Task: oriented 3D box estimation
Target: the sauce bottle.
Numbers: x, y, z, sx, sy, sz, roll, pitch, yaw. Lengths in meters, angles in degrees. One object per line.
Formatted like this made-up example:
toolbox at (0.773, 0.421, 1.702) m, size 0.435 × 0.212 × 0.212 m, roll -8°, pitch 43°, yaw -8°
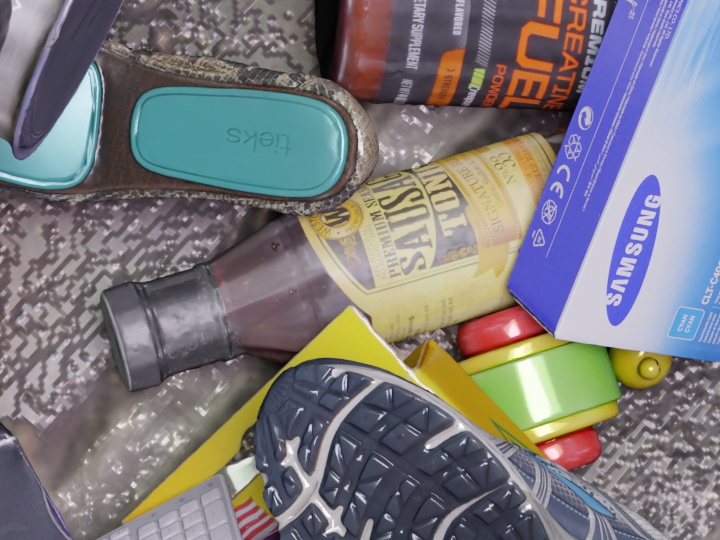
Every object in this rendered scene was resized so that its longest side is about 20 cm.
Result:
sauce bottle at (0.000, 0.000, 1.006) m, size 0.199 × 0.066 × 0.066 m, roll -18°, pitch 82°, yaw -12°

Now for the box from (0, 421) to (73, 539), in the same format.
box at (-0.179, 0.133, 0.811) m, size 0.199 × 0.106 × 0.123 m, roll -32°, pitch 116°, yaw -13°

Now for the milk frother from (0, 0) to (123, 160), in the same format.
milk frother at (-0.196, -0.087, 0.916) m, size 0.187 × 0.200 × 0.181 m, roll 27°, pitch 50°, yaw 1°

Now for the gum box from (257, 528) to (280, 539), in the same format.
gum box at (0.001, 0.182, 0.917) m, size 0.113 × 0.066 × 0.200 m, roll -36°, pitch 95°, yaw 14°

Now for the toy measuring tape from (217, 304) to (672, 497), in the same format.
toy measuring tape at (0.029, 0.058, 0.997) m, size 0.199 × 0.074 × 0.074 m, roll -17°, pitch 82°, yaw -11°

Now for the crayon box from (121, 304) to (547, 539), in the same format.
crayon box at (0.026, 0.118, 0.961) m, size 0.127 × 0.051 × 0.200 m, roll -42°, pitch 94°, yaw 14°

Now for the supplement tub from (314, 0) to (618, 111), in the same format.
supplement tub at (0.085, -0.115, 1.018) m, size 0.199 × 0.107 × 0.108 m, roll 1°, pitch 79°, yaw -7°

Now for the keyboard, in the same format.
keyboard at (-0.131, 0.132, 0.916) m, size 0.199 × 0.056 × 0.011 m, roll -28°, pitch 111°, yaw 2°

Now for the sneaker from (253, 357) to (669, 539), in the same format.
sneaker at (0.047, 0.095, 0.881) m, size 0.200 × 0.086 × 0.078 m, roll 37°, pitch 103°, yaw -11°

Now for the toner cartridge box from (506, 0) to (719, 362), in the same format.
toner cartridge box at (0.134, -0.066, 0.962) m, size 0.094 × 0.043 × 0.201 m, roll 8°, pitch 112°, yaw -30°

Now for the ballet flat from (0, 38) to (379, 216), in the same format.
ballet flat at (-0.090, -0.058, 0.998) m, size 0.199 × 0.075 × 0.068 m, roll 9°, pitch 95°, yaw 5°
